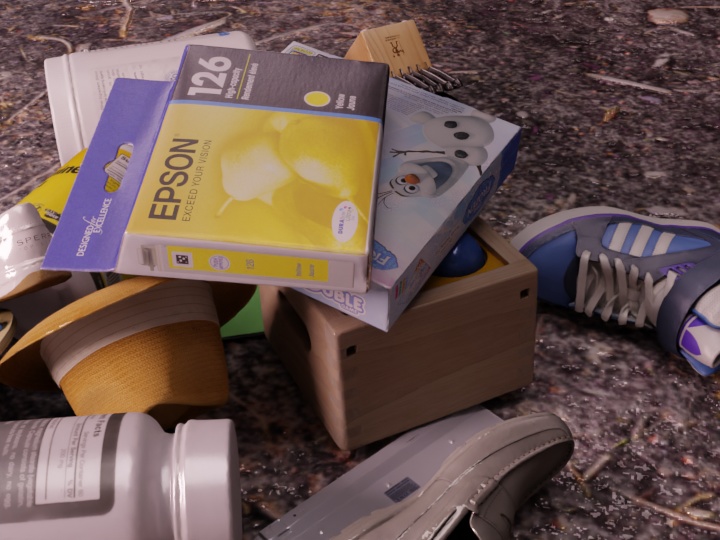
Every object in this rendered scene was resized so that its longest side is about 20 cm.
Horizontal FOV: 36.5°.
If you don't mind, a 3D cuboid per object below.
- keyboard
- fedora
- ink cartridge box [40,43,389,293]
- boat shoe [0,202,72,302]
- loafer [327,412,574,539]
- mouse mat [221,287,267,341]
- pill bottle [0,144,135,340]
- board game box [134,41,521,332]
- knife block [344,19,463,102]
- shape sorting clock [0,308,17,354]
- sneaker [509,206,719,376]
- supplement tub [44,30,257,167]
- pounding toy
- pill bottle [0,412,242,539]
[{"bbox_3d":[0.022,0.143,0.726,0.199,0.011,0.056,-29,48,-32],"label":"keyboard"},{"bbox_3d":[-0.144,0.068,0.731,0.198,0.201,0.083,-19,76,-23],"label":"fedora"},{"bbox_3d":[-0.084,-0.074,0.700,0.197,0.047,0.199,6,45,0],"label":"ink cartridge box"},{"bbox_3d":[-0.287,-0.004,0.782,0.198,0.070,0.071,-15,4,32],"label":"boat shoe"},{"bbox_3d":[0.062,0.156,0.658,0.199,0.071,0.070,-32,49,-24],"label":"loafer"},{"bbox_3d":[-0.094,-0.004,0.941,0.158,0.008,0.201,-7,36,-7],"label":"mouse mat"},{"bbox_3d":[-0.217,-0.034,0.897,0.111,0.114,0.201,11,36,18],"label":"pill bottle"},{"bbox_3d":[-0.018,-0.069,0.761,0.198,0.044,0.199,24,46,20],"label":"board game box"},{"bbox_3d":[0.042,-0.151,1.111,0.063,0.178,0.200,-16,-8,-22],"label":"knife block"},{"bbox_3d":[-0.319,0.089,0.738,0.198,0.040,0.200,-29,17,10],"label":"shape sorting clock"},{"bbox_3d":[0.219,0.019,0.827,0.197,0.082,0.147,0,30,-8],"label":"sneaker"},{"bbox_3d":[-0.193,-0.153,1.049,0.197,0.134,0.132,-10,35,-11],"label":"supplement tub"},{"bbox_3d":[0.000,0.000,0.799,0.182,0.144,0.200,-16,36,-20],"label":"pounding toy"},{"bbox_3d":[-0.171,0.144,0.640,0.197,0.115,0.115,-4,35,-3],"label":"pill bottle"}]
